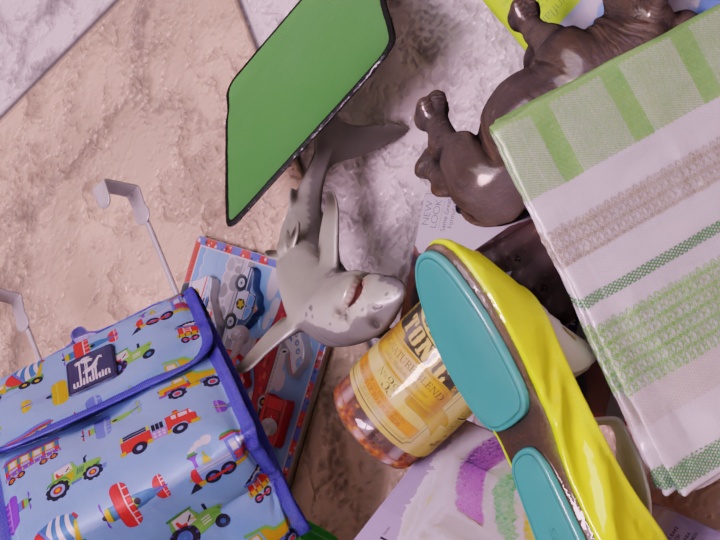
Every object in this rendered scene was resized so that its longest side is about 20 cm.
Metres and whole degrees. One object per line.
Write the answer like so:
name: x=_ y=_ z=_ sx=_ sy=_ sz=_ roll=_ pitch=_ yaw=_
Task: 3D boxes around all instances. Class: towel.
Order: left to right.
towel: x=0.166 y=-0.012 z=0.735 sx=0.148 sy=0.031 sz=0.202 roll=-27 pitch=91 yaw=-6

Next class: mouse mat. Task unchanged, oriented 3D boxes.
mouse mat: x=-0.038 y=-0.130 z=0.987 sx=0.161 sy=0.007 sz=0.201 roll=-46 pitch=25 yaw=22

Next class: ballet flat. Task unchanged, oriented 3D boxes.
ballet flat: x=0.093 y=0.071 z=0.737 sx=0.202 sy=0.066 sz=0.067 roll=65 pitch=153 yaw=7

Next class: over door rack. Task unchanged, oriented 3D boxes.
over door rack: x=-0.152 y=0.059 z=1.021 sx=0.147 sy=0.066 sz=0.201 roll=-37 pitch=77 yaw=27

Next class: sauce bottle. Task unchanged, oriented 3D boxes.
sauce bottle: x=0.071 y=0.020 z=0.794 sx=0.200 sy=0.066 sz=0.066 roll=-47 pitch=54 yaw=18

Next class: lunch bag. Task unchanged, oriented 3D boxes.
lunch bag: x=-0.137 y=0.097 z=0.888 sx=0.149 sy=0.095 sz=0.201 roll=-28 pitch=38 yaw=-4

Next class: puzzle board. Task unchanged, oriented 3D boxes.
puzzle board: x=-0.091 y=0.087 z=1.026 sx=0.150 sy=0.017 sz=0.203 roll=16 pitch=88 yaw=41

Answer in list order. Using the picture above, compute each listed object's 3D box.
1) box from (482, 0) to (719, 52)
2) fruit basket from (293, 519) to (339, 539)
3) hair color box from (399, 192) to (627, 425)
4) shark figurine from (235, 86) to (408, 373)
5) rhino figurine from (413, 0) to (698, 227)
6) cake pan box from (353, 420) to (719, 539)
box: x=0.149 y=-0.154 z=0.868 sx=0.122 sy=0.047 sz=0.201 roll=-47 pitch=53 yaw=20
fruit basket: x=-0.070 y=0.263 z=0.867 sx=0.213 sy=0.155 sz=0.219 roll=-11 pitch=63 yaw=23
hair color box: x=0.117 y=0.023 z=0.838 sx=0.198 sy=0.064 sz=0.113 roll=7 pitch=83 yaw=42
shark figurine: x=-0.010 y=-0.002 z=0.909 sx=0.128 sy=0.089 sz=0.216 roll=-46 pitch=29 yaw=26
rhino figurine: x=0.111 y=-0.105 z=0.817 sx=0.200 sy=0.060 sz=0.088 roll=-47 pitch=47 yaw=11
cake pan box: x=0.067 y=0.186 z=0.768 sx=0.183 sy=0.053 sz=0.200 roll=21 pitch=57 yaw=37
